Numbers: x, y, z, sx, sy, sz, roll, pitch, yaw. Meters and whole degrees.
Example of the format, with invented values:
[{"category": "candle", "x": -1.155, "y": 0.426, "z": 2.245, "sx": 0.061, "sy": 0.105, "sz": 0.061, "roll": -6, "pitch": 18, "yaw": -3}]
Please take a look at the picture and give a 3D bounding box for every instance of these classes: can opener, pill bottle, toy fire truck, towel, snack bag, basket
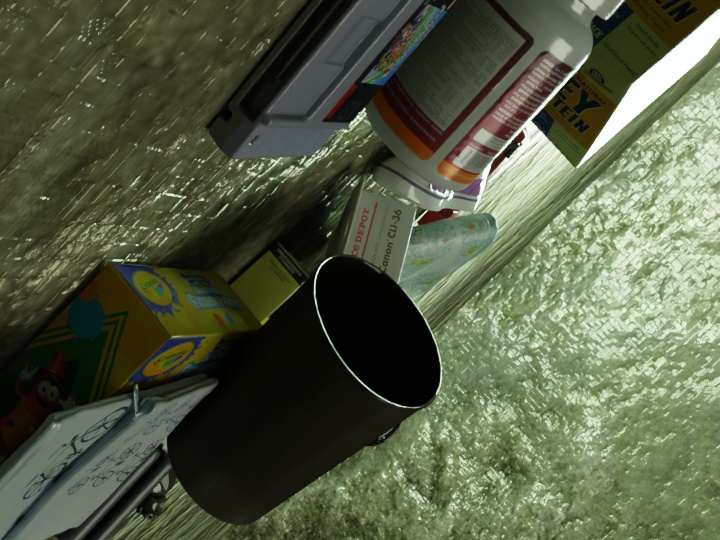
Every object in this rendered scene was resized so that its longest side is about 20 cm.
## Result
[{"category": "can opener", "x": -0.184, "y": 0.181, "z": 0.899, "sx": 0.200, "sy": 0.067, "sz": 0.053, "roll": -47, "pitch": 143, "yaw": -10}, {"category": "pill bottle", "x": 0.102, "y": -0.165, "z": 0.745, "sx": 0.200, "sy": 0.110, "sz": 0.109, "roll": -47, "pitch": 169, "yaw": 24}, {"category": "toy fire truck", "x": 0.144, "y": -0.114, "z": 1.282, "sx": 0.200, "sy": 0.049, "sz": 0.141, "roll": -47, "pitch": 170, "yaw": 17}, {"category": "towel", "x": 0.060, "y": -0.004, "z": 1.262, "sx": 0.170, "sy": 0.049, "sz": 0.200, "roll": -16, "pitch": 162, "yaw": -34}, {"category": "snack bag", "x": -0.205, "y": 0.145, "z": 0.695, "sx": 0.188, "sy": 0.021, "sz": 0.200, "roll": -44, "pitch": 168, "yaw": 14}, {"category": "basket", "x": -0.053, "y": 0.105, "z": 0.805, "sx": 0.200, "sy": 0.136, "sz": 0.180, "roll": -42, "pitch": -177, "yaw": 22}]

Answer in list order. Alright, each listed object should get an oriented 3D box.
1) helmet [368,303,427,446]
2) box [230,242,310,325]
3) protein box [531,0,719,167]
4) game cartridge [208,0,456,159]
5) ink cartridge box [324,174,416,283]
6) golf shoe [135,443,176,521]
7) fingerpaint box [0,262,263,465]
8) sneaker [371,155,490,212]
[{"category": "helmet", "x": -0.020, "y": 0.104, "z": 1.156, "sx": 0.197, "sy": 0.193, "sz": 0.200, "roll": -1, "pitch": 168, "yaw": 0}, {"category": "box", "x": -0.131, "y": 0.061, "z": 0.953, "sx": 0.200, "sy": 0.050, "sz": 0.075, "roll": -42, "pitch": 171, "yaw": -2}, {"category": "protein box", "x": 0.245, "y": -0.235, "z": 0.925, "sx": 0.198, "sy": 0.135, "sz": 0.200, "roll": -40, "pitch": 170, "yaw": -10}, {"category": "game cartridge", "x": 0.000, "y": -0.150, "z": 0.639, "sx": 0.200, "sy": 0.038, "sz": 0.129, "roll": -47, "pitch": 165, "yaw": 21}, {"category": "ink cartridge box", "x": 0.000, "y": 0.000, "z": 0.986, "sx": 0.200, "sy": 0.067, "sz": 0.118, "roll": 119, "pitch": -14, "yaw": -69}, {"category": "golf shoe", "x": -0.220, "y": 0.195, "z": 1.031, "sx": 0.095, "sy": 0.077, "sz": 0.200, "roll": -62, "pitch": -161, "yaw": -14}, {"category": "fingerpaint box", "x": -0.181, "y": 0.078, "z": 0.766, "sx": 0.167, "sy": 0.073, "sz": 0.200, "roll": -44, "pitch": 170, "yaw": 7}, {"category": "sneaker", "x": 0.083, "y": -0.124, "z": 1.015, "sx": 0.200, "sy": 0.072, "sz": 0.115, "roll": -8, "pitch": 125, "yaw": -64}]
